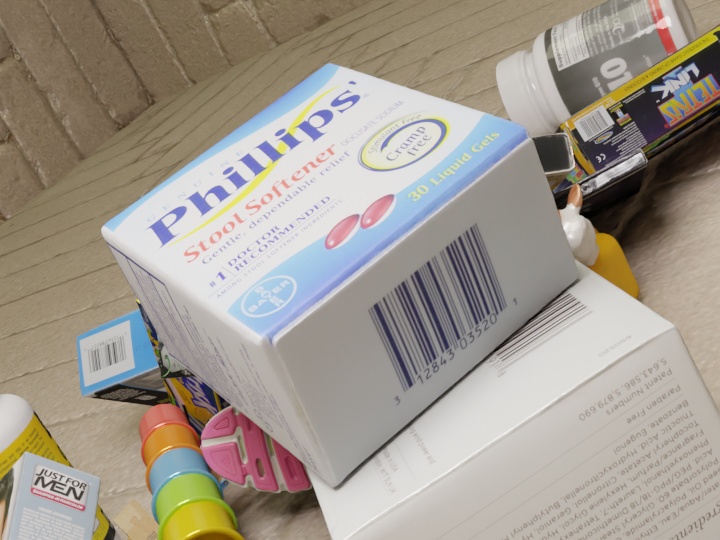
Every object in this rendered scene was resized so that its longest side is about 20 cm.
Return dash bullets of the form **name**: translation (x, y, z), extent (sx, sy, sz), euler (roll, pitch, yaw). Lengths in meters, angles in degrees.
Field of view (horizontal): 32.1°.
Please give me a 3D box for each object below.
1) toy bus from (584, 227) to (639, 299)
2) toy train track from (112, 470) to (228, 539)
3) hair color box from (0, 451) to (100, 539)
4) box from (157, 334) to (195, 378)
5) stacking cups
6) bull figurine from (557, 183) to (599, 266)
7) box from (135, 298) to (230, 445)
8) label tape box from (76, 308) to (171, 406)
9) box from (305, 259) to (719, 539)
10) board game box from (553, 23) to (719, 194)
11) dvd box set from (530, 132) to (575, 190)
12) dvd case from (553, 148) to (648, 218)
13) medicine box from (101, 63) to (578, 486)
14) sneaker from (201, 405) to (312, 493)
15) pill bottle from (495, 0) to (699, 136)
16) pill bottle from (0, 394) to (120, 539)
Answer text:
- **toy bus**: translation (0.141, 0.034, 0.893), extent (0.077, 0.066, 0.200), euler (-15, 23, 38)
- **toy train track**: translation (-0.120, 0.183, 0.956), extent (0.200, 0.033, 0.114), euler (-44, 32, -16)
- **hair color box**: translation (-0.224, 0.232, 0.797), extent (0.099, 0.060, 0.202), euler (-43, 33, 37)
- **box**: translation (-0.026, 0.044, 0.871), extent (0.135, 0.041, 0.199), euler (-7, -2, 32)
- **stacking cups**: translation (-0.125, 0.157, 0.912), extent (0.060, 0.061, 0.200), euler (-31, 28, -1)
- **bull figurine**: translation (0.063, -0.018, 0.862), extent (0.196, 0.066, 0.121), euler (-5, -5, -17)
- **box**: translation (-0.113, 0.070, 0.978), extent (0.064, 0.201, 0.070), euler (29, 61, 21)
- **label tape box**: translation (-0.152, 0.084, 1.208), extent (0.143, 0.064, 0.199), euler (-21, -21, 28)
- **box**: translation (0.079, 0.105, 0.690), extent (0.198, 0.132, 0.199), euler (-32, 17, -2)
- **board game box**: translation (0.250, -0.132, 1.076), extent (0.198, 0.057, 0.165), euler (-32, -8, -7)
- **dvd box set**: translation (0.071, -0.059, 0.937), extent (0.144, 0.030, 0.200), euler (-8, -7, -2)
- **dvd case**: translation (0.162, -0.046, 1.021), extent (0.147, 0.016, 0.200), euler (-28, -7, 8)
- **medicine box**: translation (-0.016, -0.010, 0.697), extent (0.181, 0.104, 0.199), euler (-38, 35, -19)
- **sneaker**: translation (-0.019, 0.109, 0.923), extent (0.197, 0.075, 0.087), euler (-16, 3, -1)
- **pill bottle**: translation (0.250, -0.214, 1.306), extent (0.198, 0.115, 0.114), euler (-23, 19, 26)
- **pill bottle**: translation (-0.285, 0.174, 0.993), extent (0.111, 0.202, 0.113), euler (-27, 18, 9)
